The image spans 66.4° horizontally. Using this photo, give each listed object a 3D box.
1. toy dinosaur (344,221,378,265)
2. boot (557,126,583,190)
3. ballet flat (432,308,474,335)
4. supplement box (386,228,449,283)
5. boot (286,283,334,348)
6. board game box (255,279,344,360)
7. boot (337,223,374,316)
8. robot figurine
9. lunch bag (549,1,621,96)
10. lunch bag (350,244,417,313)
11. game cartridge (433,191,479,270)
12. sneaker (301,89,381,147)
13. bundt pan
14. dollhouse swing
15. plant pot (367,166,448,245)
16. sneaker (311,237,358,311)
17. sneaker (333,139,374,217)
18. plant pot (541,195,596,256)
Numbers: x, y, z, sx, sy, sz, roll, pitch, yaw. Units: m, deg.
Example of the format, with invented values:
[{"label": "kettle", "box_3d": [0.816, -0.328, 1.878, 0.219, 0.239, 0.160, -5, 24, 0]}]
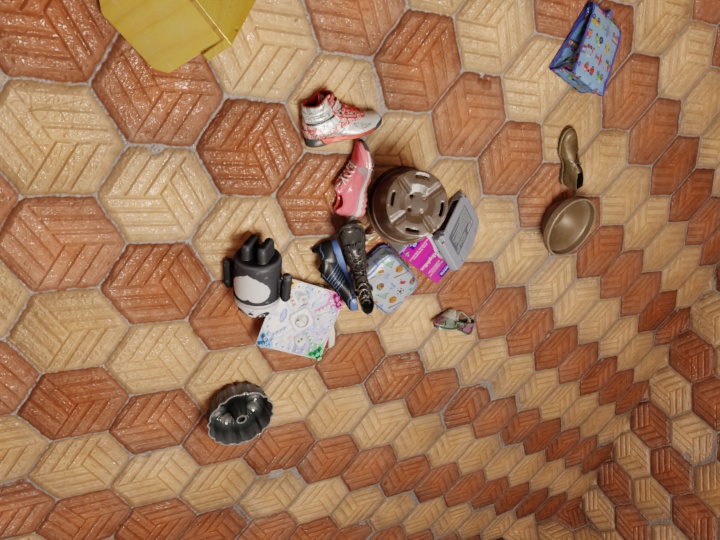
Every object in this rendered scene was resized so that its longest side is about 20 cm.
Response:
[{"label": "toy dinosaur", "box_3d": [0.017, -0.087, 1.479, 0.197, 0.062, 0.106, -30, 139, 22]}, {"label": "boot", "box_3d": [0.647, -0.336, 1.667, 0.072, 0.076, 0.203, -26, 130, -8]}, {"label": "ballet flat", "box_3d": [0.313, 0.168, 1.833, 0.197, 0.068, 0.073, 16, 95, -41]}, {"label": "supplement box", "box_3d": [0.172, -0.065, 1.558, 0.102, 0.104, 0.198, -50, 133, 8]}, {"label": "boot", "box_3d": [-0.151, 0.149, 1.540, 0.141, 0.072, 0.205, -21, 122, -15]}, {"label": "board game box", "box_3d": [-0.157, 0.135, 1.478, 0.196, 0.026, 0.204, 17, 103, -28]}, {"label": "boot", "box_3d": [0.000, 0.000, 1.388, 0.067, 0.178, 0.202, -14, 145, 4]}, {"label": "robot figurine", "box_3d": [-0.253, 0.018, 1.348, 0.123, 0.150, 0.205, -17, 130, -35]}, {"label": "lunch bag", "box_3d": [0.622, -0.599, 1.472, 0.148, 0.094, 0.204, 17, 103, -34]}, {"label": "lunch bag", "box_3d": [0.065, 0.028, 1.579, 0.160, 0.076, 0.200, -43, 133, 6]}, {"label": "game cartridge", "box_3d": [0.274, -0.107, 1.551, 0.134, 0.041, 0.202, 57, 49, -34]}, {"label": "sneaker", "box_3d": [-0.042, -0.359, 1.252, 0.197, 0.068, 0.110, -19, 132, -14]}, {"label": "bundt pan", "box_3d": [-0.352, 0.404, 1.591, 0.197, 0.076, 0.206, -15, 127, -20]}, {"label": "dollhouse swing", "box_3d": [-0.336, -0.502, 1.003, 0.200, 0.172, 0.186, 45, 53, -42]}, {"label": "plant pot", "box_3d": [0.122, -0.161, 1.344, 0.194, 0.198, 0.207, 0, 94, -5]}, {"label": "sneaker", "box_3d": [-0.065, 0.019, 1.462, 0.076, 0.070, 0.205, -20, 96, 0]}, {"label": "sneaker", "box_3d": [-0.022, -0.220, 1.356, 0.085, 0.074, 0.205, -7, 125, -24]}, {"label": "plant pot", "box_3d": [0.656, -0.157, 1.783, 0.196, 0.093, 0.205, -15, 127, -21]}]
